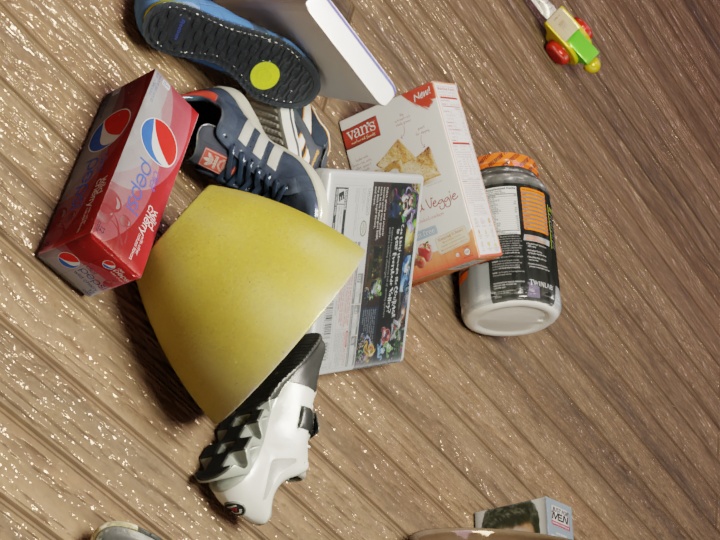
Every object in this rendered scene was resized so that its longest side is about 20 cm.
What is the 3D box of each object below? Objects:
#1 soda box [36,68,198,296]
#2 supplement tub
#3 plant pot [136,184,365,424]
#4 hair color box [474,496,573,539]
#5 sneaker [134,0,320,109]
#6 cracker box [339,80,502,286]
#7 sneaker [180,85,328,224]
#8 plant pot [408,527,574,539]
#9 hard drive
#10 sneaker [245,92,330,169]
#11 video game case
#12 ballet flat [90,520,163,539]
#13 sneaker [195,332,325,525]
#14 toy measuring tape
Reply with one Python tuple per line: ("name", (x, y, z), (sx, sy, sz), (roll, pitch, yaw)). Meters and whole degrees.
("soda box", (-0.205, -0.077, 1.207), (0.063, 0.069, 0.202), (46, 41, -34))
("supplement tub", (0.176, -0.032, 1.695), (0.122, 0.122, 0.202), (26, 54, -47))
("plant pot", (-0.113, 0.011, 1.217), (0.142, 0.200, 0.200), (41, 38, -5))
("hair color box", (0.184, 0.360, 1.533), (0.060, 0.098, 0.202), (29, 51, -44))
("sneaker", (-0.127, -0.224, 1.362), (0.198, 0.066, 0.079), (22, 23, -26))
("cracker box", (0.065, -0.093, 1.553), (0.057, 0.133, 0.202), (-4, 77, -55))
("sneaker", (-0.112, -0.097, 1.308), (0.084, 0.075, 0.200), (-6, 44, -49))
("plant pot", (0.143, 0.362, 1.416), (0.199, 0.198, 0.177), (5, 87, -54))
("hard drive", (-0.059, -0.226, 1.396), (0.025, 0.199, 0.132), (-49, 121, -14))
("sneaker", (-0.071, -0.103, 1.410), (0.079, 0.078, 0.202), (26, 53, -42))
("video game case", (0.000, 0.000, 1.427), (0.181, 0.023, 0.203), (-3, 101, -57))
("ballet flat", (-0.152, 0.269, 1.145), (0.067, 0.057, 0.200), (-46, 120, -7))
("sneaker", (-0.076, 0.146, 1.289), (0.089, 0.074, 0.201), (52, 47, -25))
("toy measuring tape", (0.286, -0.371, 2.095), (0.200, 0.073, 0.074), (47, 37, -5))
